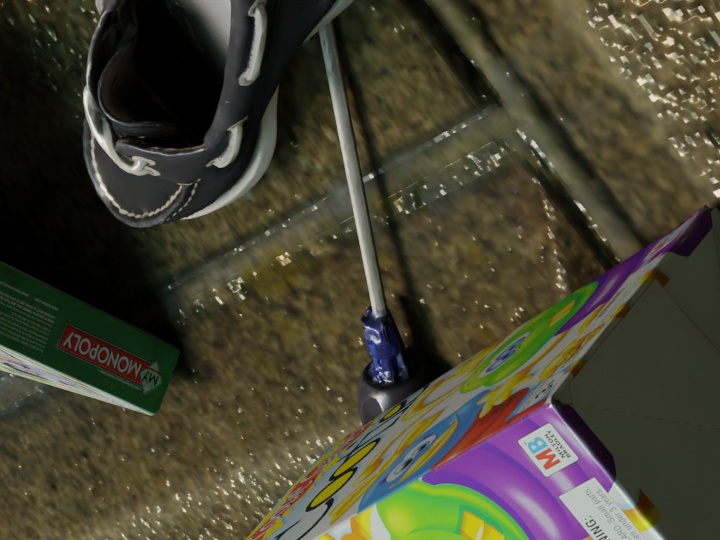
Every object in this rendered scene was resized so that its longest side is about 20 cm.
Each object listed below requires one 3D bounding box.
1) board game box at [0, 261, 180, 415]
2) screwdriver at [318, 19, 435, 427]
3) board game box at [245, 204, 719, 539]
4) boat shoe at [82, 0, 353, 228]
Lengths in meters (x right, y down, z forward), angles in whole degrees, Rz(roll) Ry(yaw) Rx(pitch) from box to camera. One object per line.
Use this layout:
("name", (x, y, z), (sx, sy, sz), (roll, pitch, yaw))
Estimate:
("board game box", (-0.175, -0.003, 0.966), (0.134, 0.029, 0.200), (13, 169, 40))
("screwdriver", (0.000, 0.000, 0.881), (0.029, 0.028, 0.201), (-6, 122, 16))
("board game box", (0.051, 0.085, 0.814), (0.105, 0.103, 0.200), (49, 137, -5))
("boat shoe", (-0.055, -0.062, 0.839), (0.074, 0.060, 0.200), (52, 148, 3))
